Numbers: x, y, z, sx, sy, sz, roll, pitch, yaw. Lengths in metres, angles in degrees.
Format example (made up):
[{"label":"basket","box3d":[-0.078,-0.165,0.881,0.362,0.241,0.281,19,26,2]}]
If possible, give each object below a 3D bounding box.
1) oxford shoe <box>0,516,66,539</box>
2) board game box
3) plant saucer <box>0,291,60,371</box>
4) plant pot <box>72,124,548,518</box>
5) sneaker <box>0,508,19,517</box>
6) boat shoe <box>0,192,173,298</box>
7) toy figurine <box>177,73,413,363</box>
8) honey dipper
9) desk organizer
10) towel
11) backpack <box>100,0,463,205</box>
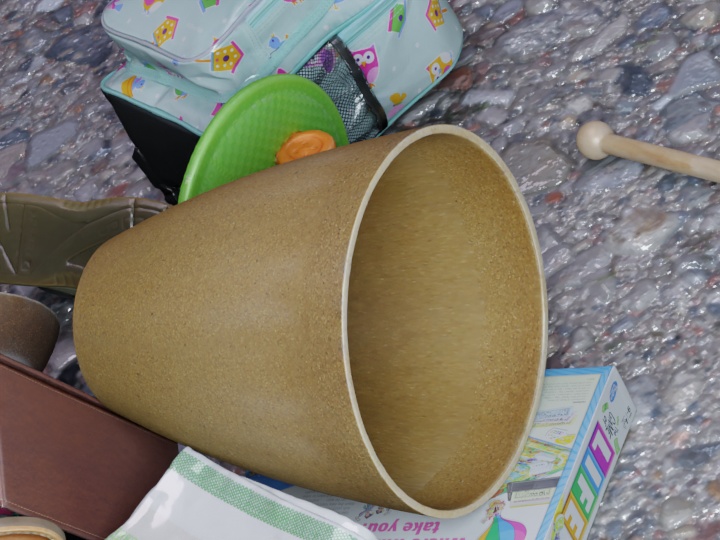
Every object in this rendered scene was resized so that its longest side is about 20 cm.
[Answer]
[{"label":"oxford shoe","box3d":[-0.220,0.189,1.369,0.199,0.071,0.071,-33,48,10]},{"label":"board game box","box3d":[0.029,0.112,1.451,0.199,0.034,0.135,-4,42,32]},{"label":"plant saucer","box3d":[-0.266,0.064,1.619,0.199,0.200,0.035,-20,71,14]},{"label":"plant pot","box3d":[-0.039,0.026,1.407,0.199,0.187,0.187,-1,44,33]},{"label":"sneaker","box3d":[-0.226,0.129,1.577,0.083,0.122,0.200,-4,-14,-21]},{"label":"boat shoe","box3d":[-0.142,-0.009,1.696,0.200,0.066,0.072,9,92,24]},{"label":"toy figurine","box3d":[0.000,0.000,1.530,0.183,0.151,0.200,17,49,36]},{"label":"honey dipper","box3d":[0.189,-0.057,1.550,0.038,0.038,0.200,-44,33,-19]},{"label":"desk organizer","box3d":[-0.162,0.107,1.444,0.071,0.200,0.077,-14,69,20]},{"label":"towel","box3d":[-0.101,0.173,1.325,0.149,0.031,0.200,17,54,47]},{"label":"backpack","box3d":[-0.045,-0.139,1.721,0.200,0.154,0.176,-36,29,-20]}]
